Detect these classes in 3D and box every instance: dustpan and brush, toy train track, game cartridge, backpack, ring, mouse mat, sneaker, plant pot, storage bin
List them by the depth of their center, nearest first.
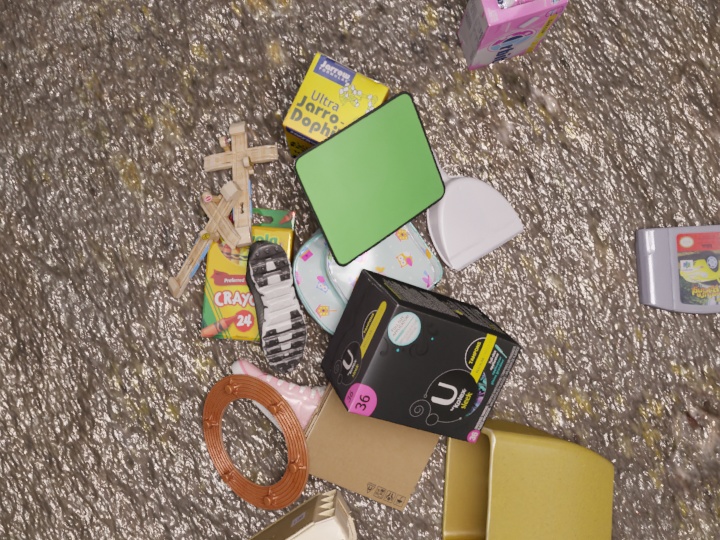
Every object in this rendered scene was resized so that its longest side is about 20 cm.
[{"bbox_3d":[0.017,-0.119,0.999,0.199,0.008,0.162,-34,116,-21],"label":"mouse mat"},{"bbox_3d":[-0.096,0.401,1.048,0.197,0.200,0.094,-32,86,-3],"label":"storage bin"},{"bbox_3d":[0.238,0.313,1.073,0.197,0.194,0.199,4,86,-10],"label":"plant pot"},{"bbox_3d":[-0.155,0.245,1.085,0.198,0.019,0.203,10,107,33],"label":"ring"},{"bbox_3d":[-0.122,0.045,1.085,0.066,0.091,0.203,-14,113,-14],"label":"sneaker"},{"bbox_3d":[0.000,0.000,1.097,0.199,0.153,0.177,-35,99,0],"label":"backpack"},{"bbox_3d":[-0.234,-0.044,1.110,0.115,0.032,0.201,50,117,33],"label":"toy train track"},{"bbox_3d":[-0.178,-0.134,1.123,0.113,0.033,0.203,-9,68,6],"label":"toy train track"},{"bbox_3d":[-0.093,0.185,1.124,0.105,0.075,0.200,-42,91,-6],"label":"sneaker"},{"bbox_3d":[0.142,-0.116,1.164,0.139,0.057,0.202,-29,94,-14],"label":"dustpan and brush"},{"bbox_3d":[0.524,-0.002,1.171,0.197,0.041,0.135,-3,91,-2],"label":"game cartridge"}]

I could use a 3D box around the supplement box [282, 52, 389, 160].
[{"bbox_3d":[-0.034,-0.206,1.085,0.108,0.200,0.111,25,86,1],"label":"supplement box"}]

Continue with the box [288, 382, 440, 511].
[{"bbox_3d":[0.018,0.241,1.108,0.199,0.021,0.165,28,88,-23],"label":"box"}]

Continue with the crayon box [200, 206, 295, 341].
[{"bbox_3d":[-0.165,0.003,1.143,0.125,0.051,0.203,3,86,-1],"label":"crayon box"}]

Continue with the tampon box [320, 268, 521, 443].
[{"bbox_3d":[0.076,0.112,1.002,0.198,0.126,0.151,18,103,-26],"label":"tampon box"}]

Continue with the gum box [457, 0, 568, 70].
[{"bbox_3d":[0.213,-0.363,1.100,0.112,0.200,0.067,-17,87,-1],"label":"gum box"}]
